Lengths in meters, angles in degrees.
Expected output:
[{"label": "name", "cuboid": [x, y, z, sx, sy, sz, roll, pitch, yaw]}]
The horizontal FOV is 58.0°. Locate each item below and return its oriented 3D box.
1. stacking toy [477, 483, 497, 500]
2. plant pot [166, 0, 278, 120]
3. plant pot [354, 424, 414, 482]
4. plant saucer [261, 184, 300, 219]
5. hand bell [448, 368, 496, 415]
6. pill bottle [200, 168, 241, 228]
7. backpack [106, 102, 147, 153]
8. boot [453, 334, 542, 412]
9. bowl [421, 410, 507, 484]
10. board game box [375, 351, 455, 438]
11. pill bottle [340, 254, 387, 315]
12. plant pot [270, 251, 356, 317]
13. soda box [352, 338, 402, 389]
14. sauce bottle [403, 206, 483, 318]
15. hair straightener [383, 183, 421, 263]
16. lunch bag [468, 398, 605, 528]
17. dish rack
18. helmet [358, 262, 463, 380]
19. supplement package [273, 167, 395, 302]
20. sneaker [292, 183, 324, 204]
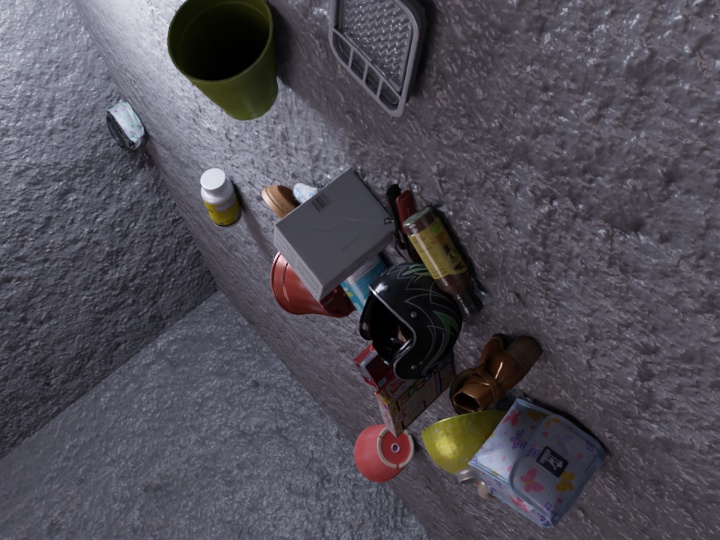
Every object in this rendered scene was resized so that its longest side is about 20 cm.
[{"label": "stacking toy", "cuboid": [0.285, 0.395, 1.464, 0.202, 0.143, 0.148, 57, 170, 42]}, {"label": "plant pot", "cuboid": [-0.239, -0.393, 1.237, 0.201, 0.200, 0.193, 46, 173, 17]}, {"label": "plant pot", "cuboid": [0.093, 0.624, 2.251, 0.202, 0.199, 0.178, 50, 152, 5]}, {"label": "plant saucer", "cuboid": [-0.145, -0.139, 1.542, 0.198, 0.038, 0.201, 37, -167, -10]}, {"label": "hand bell", "cuboid": [0.236, 0.275, 1.431, 0.105, 0.104, 0.200, 49, 174, 10]}, {"label": "pill bottle", "cuboid": [-0.471, -0.243, 2.181, 0.112, 0.112, 0.202, 43, 159, 26]}, {"label": "backpack", "cuboid": [-1.028, -0.632, 2.858, 0.165, 0.126, 0.203, -3, 122, 55]}, {"label": "boot", "cuboid": [0.222, 0.188, 1.154, 0.074, 0.154, 0.200, 49, 162, 5]}, {"label": "bowl", "cuboid": [0.227, 0.368, 1.317, 0.202, 0.193, 0.111, 90, 171, -62]}, {"label": "board game box", "cuboid": [0.128, 0.260, 1.452, 0.046, 0.199, 0.154, 37, 156, 35]}, {"label": "pill bottle", "cuboid": [0.000, 0.000, 1.443, 0.203, 0.110, 0.110, 56, 162, -8]}, {"label": "plant pot", "cuboid": [-0.096, 0.027, 1.638, 0.193, 0.200, 0.204, 11, 137, 52]}, {"label": "soda box", "cuboid": [0.081, 0.157, 1.380, 0.064, 0.199, 0.070, 56, 162, -16]}, {"label": "sauce bottle", "cuboid": [0.148, -0.011, 1.126, 0.203, 0.064, 0.064, 57, 161, -14]}, {"label": "hair straightener", "cuboid": [0.081, -0.081, 1.221, 0.077, 0.041, 0.202, 37, 160, 42]}, {"label": "lunch bag", "cuboid": [0.321, 0.346, 1.172, 0.128, 0.170, 0.199, 51, 164, -25]}, {"label": "dish rack", "cuboid": [0.025, -0.327, 0.887, 0.172, 0.043, 0.201, 49, 162, 16]}, {"label": "helmet", "cuboid": [0.098, 0.083, 1.212, 0.199, 0.196, 0.196, 37, 121, 38]}, {"label": "supplement package", "cuboid": [-0.053, -0.070, 1.300, 0.157, 0.198, 0.111, 49, 161, 9]}, {"label": "sneaker", "cuboid": [-0.102, -0.165, 1.495, 0.071, 0.073, 0.200, 29, -170, -32]}]
